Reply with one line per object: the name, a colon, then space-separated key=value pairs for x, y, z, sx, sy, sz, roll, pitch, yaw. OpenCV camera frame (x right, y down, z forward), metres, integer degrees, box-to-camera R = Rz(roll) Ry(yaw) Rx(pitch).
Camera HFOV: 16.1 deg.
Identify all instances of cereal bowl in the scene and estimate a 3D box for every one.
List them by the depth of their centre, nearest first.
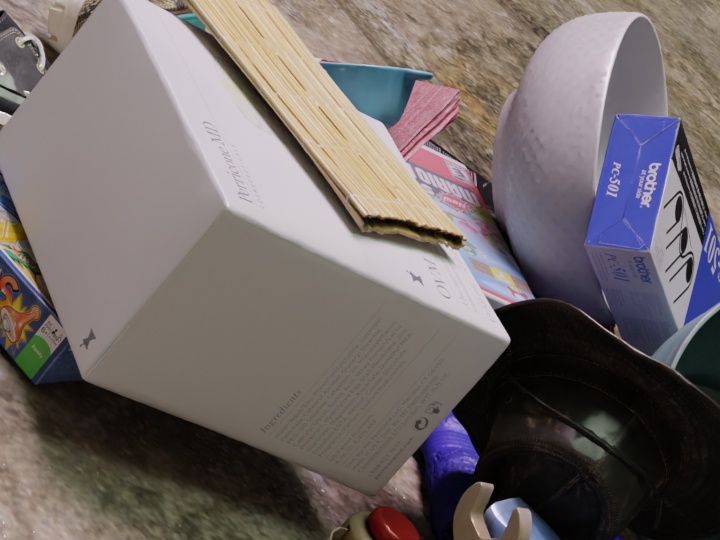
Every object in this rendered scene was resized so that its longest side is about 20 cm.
cereal bowl: x=0.136 y=-0.067 z=1.622 sx=0.083 sy=0.200 sz=0.200 roll=4 pitch=10 yaw=18

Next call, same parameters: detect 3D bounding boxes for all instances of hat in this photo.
hat: x=0.105 y=0.106 z=1.345 sx=0.201 sy=0.201 sz=0.081 roll=38 pitch=62 yaw=-4

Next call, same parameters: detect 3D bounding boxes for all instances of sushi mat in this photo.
sushi mat: x=-0.025 y=-0.085 z=1.324 sx=0.096 sy=0.012 sz=0.200 roll=12 pitch=33 yaw=-52

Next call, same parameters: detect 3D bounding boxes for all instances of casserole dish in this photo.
casserole dish: x=-0.058 y=-0.104 z=1.476 sx=0.200 sy=0.039 sz=0.121 roll=4 pitch=3 yaw=9

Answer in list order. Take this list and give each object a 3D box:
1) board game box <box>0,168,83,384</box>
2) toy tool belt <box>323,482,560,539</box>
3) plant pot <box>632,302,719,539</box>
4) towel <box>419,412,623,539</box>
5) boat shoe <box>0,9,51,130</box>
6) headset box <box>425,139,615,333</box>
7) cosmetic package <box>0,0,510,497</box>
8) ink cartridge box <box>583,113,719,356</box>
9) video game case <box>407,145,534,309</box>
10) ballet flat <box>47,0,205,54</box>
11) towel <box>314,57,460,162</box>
board game box: x=-0.147 y=-0.001 z=1.357 sx=0.135 sy=0.034 sz=0.200 roll=47 pitch=20 yaw=19
toy tool belt: x=0.085 y=0.167 z=1.281 sx=0.200 sy=0.123 sz=0.125 roll=45 pitch=20 yaw=16
plant pot: x=0.235 y=0.116 z=1.550 sx=0.200 sy=0.200 sz=0.134 roll=35 pitch=-22 yaw=-15
towel: x=0.099 y=0.124 z=1.515 sx=0.148 sy=0.050 sz=0.200 roll=33 pitch=20 yaw=-22
boat shoe: x=-0.198 y=-0.109 z=1.414 sx=0.200 sy=0.068 sz=0.072 roll=24 pitch=-5 yaw=-31
headset box: x=0.086 y=0.008 z=1.707 sx=0.200 sy=0.077 sz=0.149 roll=36 pitch=21 yaw=-13
cosmetic package: x=-0.060 y=-0.016 z=1.315 sx=0.200 sy=0.123 sz=0.199 roll=24 pitch=25 yaw=-38
ink cartridge box: x=0.189 y=-0.006 z=1.595 sx=0.044 sy=0.094 sz=0.200 roll=6 pitch=-25 yaw=21
video game case: x=0.030 y=-0.039 z=1.569 sx=0.143 sy=0.017 sz=0.200 roll=25 pitch=22 yaw=-26
ballet flat: x=-0.161 y=-0.155 z=1.650 sx=0.075 sy=0.068 sz=0.200 roll=20 pitch=11 yaw=9
towel: x=-0.057 y=-0.091 z=1.547 sx=0.200 sy=0.023 sz=0.144 roll=15 pitch=35 yaw=24
